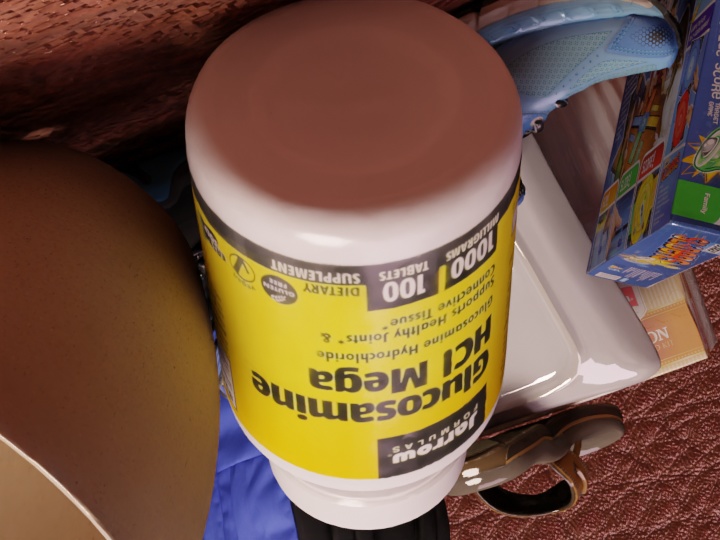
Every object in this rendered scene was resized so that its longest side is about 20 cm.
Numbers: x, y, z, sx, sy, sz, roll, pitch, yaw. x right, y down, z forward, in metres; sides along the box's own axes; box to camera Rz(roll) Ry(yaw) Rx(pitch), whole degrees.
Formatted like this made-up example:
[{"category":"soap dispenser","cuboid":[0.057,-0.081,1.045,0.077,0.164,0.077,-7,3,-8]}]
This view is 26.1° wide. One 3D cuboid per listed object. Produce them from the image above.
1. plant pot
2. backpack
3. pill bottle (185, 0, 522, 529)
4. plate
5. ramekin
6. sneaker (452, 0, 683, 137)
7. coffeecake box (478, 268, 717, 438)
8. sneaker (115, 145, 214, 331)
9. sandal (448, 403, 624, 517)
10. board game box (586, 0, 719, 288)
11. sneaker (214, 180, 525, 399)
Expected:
[{"category":"plant pot","cuboid":[-0.128,0.034,0.550,0.200,0.200,0.135,-26,-153,49]},{"category":"backpack","cuboid":[-0.034,0.139,0.991,0.162,0.202,0.167,1,156,-43]},{"category":"pill bottle","cuboid":[0.000,0.008,0.572,0.112,0.113,0.201,-19,142,-13]},{"category":"plate","cuboid":[0.030,0.017,0.824,0.199,0.200,0.032,-22,-155,26]},{"category":"ramekin","cuboid":[0.111,-0.049,0.915,0.198,0.106,0.200,-20,176,-2]},{"category":"sneaker","cuboid":[0.045,-0.056,0.660,0.198,0.091,0.078,-23,175,10]},{"category":"coffeecake box","cuboid":[0.142,0.042,0.988,0.152,0.074,0.200,-21,175,14]},{"category":"sneaker","cuboid":[-0.086,-0.005,0.727,0.073,0.083,0.200,-17,173,-7]},{"category":"sandal","cuboid":[0.101,0.115,0.886,0.081,0.055,0.200,-21,172,21]},{"category":"board game box","cuboid":[0.146,-0.070,0.698,0.034,0.137,0.200,13,175,0]},{"category":"sneaker","cuboid":[0.000,0.000,0.748,0.200,0.078,0.075,-46,-177,23]}]
